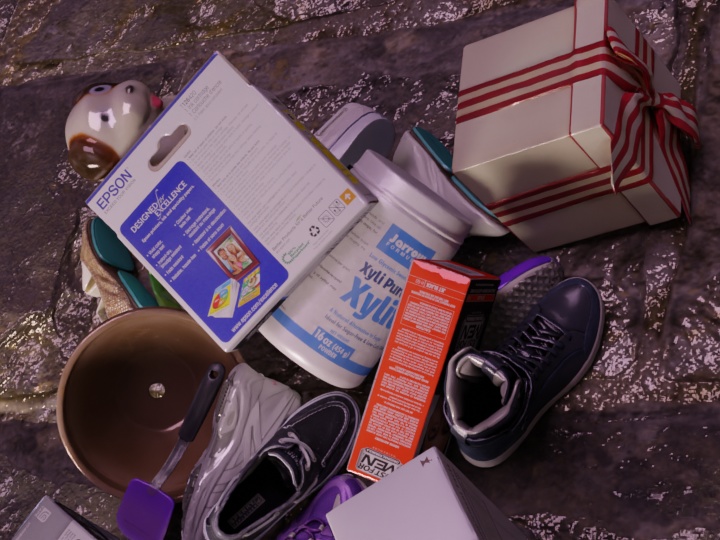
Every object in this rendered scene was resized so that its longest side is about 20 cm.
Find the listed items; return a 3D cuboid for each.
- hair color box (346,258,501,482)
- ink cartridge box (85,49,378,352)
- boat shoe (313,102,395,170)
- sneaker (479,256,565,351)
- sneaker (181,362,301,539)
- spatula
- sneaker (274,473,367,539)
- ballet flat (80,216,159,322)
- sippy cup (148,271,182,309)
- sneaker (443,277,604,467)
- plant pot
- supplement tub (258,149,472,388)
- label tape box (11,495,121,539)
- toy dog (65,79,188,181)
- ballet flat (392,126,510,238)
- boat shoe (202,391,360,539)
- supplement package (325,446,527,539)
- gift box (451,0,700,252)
[{"bbox_3d":[0.059,0.093,1.375,0.061,0.101,0.200,20,97,21],"label":"hair color box"},{"bbox_3d":[-0.120,-0.063,1.401,0.200,0.047,0.198,47,105,10],"label":"ink cartridge box"},{"bbox_3d":[-0.060,-0.097,1.555,0.202,0.075,0.086,-49,47,-3],"label":"boat shoe"},{"bbox_3d":[0.100,0.038,1.475,0.200,0.070,0.100,-38,46,4],"label":"sneaker"},{"bbox_3d":[-0.113,0.199,1.496,0.078,0.099,0.200,-135,66,-77],"label":"sneaker"},{"bbox_3d":[-0.184,0.181,1.509,0.056,0.021,0.200,27,89,15],"label":"spatula"},{"bbox_3d":[-0.063,0.272,1.411,0.081,0.083,0.200,29,77,40],"label":"sneaker"},{"bbox_3d":[-0.287,0.016,1.733,0.065,0.070,0.200,-49,43,14],"label":"ballet flat"},{"bbox_3d":[-0.167,-0.030,1.641,0.140,0.178,0.130,-29,49,-18],"label":"sippy cup"},{"bbox_3d":[0.148,0.077,1.361,0.077,0.146,0.202,31,81,23],"label":"sneaker"},{"bbox_3d":[-0.208,0.131,1.558,0.201,0.201,0.093,-42,11,1],"label":"plant pot"},{"bbox_3d":[0.000,0.000,1.455,0.200,0.132,0.132,-55,47,8],"label":"supplement tub"},{"bbox_3d":[-0.223,0.308,1.444,0.200,0.143,0.066,27,77,41],"label":"label tape box"},{"bbox_3d":[-0.196,-0.114,1.493,0.194,0.200,0.140,-24,45,36],"label":"toy dog"},{"bbox_3d":[0.090,-0.076,1.569,0.069,0.069,0.200,-40,44,2],"label":"ballet flat"},{"bbox_3d":[-0.070,0.184,1.430,0.072,0.068,0.200,45,66,8],"label":"boat shoe"},{"bbox_3d":[0.076,0.253,1.258,0.109,0.200,0.114,-33,48,8],"label":"supplement package"},{"bbox_3d":[0.213,-0.125,1.447,0.187,0.184,0.200,-17,56,32],"label":"gift box"}]
